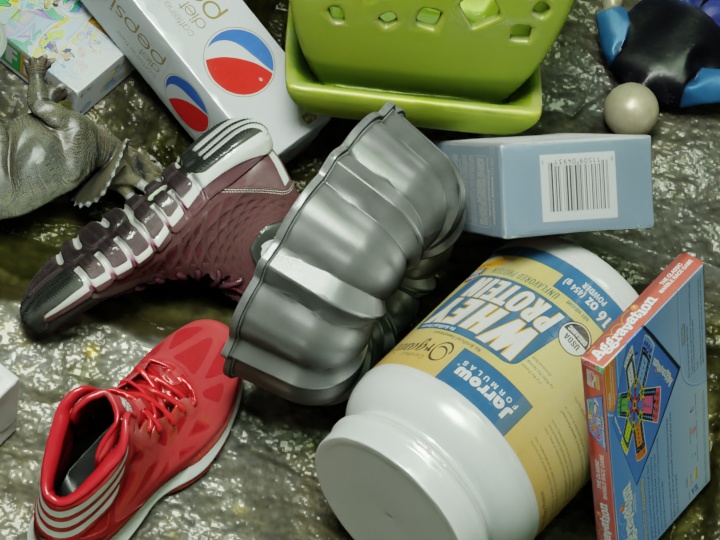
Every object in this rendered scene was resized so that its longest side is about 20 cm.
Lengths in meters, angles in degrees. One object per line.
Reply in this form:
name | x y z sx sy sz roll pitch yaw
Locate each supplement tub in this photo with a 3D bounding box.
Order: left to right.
supplement tub | 0.082 0.089 1.522 0.144 0.145 0.200 39 60 15

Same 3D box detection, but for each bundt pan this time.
bundt pan | 0.000 0.000 1.530 0.075 0.202 0.202 31 58 11

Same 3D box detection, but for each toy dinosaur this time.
toy dinosaur | -0.226 -0.074 1.611 0.198 0.077 0.103 -12 68 -13

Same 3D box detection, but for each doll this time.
doll | 0.236 -0.167 1.767 0.136 0.049 0.200 33 58 12

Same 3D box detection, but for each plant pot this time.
plant pot | 0.041 -0.206 1.619 0.197 0.183 0.201 5 36 -3

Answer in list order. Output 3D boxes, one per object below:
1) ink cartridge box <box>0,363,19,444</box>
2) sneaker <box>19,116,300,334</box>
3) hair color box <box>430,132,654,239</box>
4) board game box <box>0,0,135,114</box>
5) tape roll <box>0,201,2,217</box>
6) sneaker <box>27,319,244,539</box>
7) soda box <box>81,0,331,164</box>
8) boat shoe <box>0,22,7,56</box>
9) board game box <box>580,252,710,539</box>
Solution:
ink cartridge box | -0.322 0.061 1.518 0.199 0.067 0.116 36 61 13
sneaker | -0.114 0.003 1.592 0.200 0.116 0.076 -38 24 0
hair color box | 0.111 -0.057 1.589 0.098 0.200 0.061 -4 95 -12
board game box | -0.181 -0.211 1.732 0.134 0.034 0.200 37 60 13
tape roll | -0.320 -0.049 1.510 0.201 0.203 0.037 14 76 0
sneaker | -0.129 0.089 1.504 0.078 0.116 0.201 27 58 8
soda box | -0.111 -0.153 1.661 0.068 0.064 0.200 -37 86 -27
boat shoe | -0.283 -0.116 1.539 0.076 0.060 0.200 51 26 -4
board game box | 0.177 0.093 1.507 0.019 0.201 0.103 26 54 31
